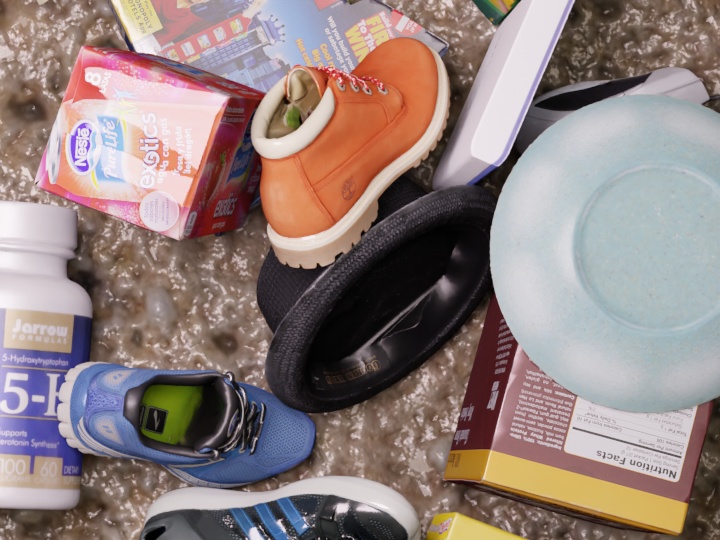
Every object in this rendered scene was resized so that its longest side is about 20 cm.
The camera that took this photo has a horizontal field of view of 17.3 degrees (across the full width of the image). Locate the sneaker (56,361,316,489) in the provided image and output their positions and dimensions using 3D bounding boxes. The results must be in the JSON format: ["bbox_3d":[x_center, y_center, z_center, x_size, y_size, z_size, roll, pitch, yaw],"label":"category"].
[{"bbox_3d":[-0.101,0.106,1.572,0.200,0.089,0.079,11,83,-44],"label":"sneaker"}]

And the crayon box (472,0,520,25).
[{"bbox_3d":[0.088,-0.244,1.589,0.058,0.200,0.119,-41,90,-7],"label":"crayon box"}]

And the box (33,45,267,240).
[{"bbox_3d":[-0.123,-0.082,1.497,0.100,0.200,0.096,20,96,7],"label":"box"}]

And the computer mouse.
[{"bbox_3d":[0.208,-0.102,1.650,0.200,0.044,0.110,-14,130,-1],"label":"computer mouse"}]

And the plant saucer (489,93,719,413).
[{"bbox_3d":[0.181,-0.013,1.463,0.201,0.039,0.201,0,85,-4],"label":"plant saucer"}]

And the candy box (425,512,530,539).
[{"bbox_3d":[0.146,0.210,1.611,0.200,0.102,0.026,21,79,-4],"label":"candy box"}]

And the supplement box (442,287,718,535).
[{"bbox_3d":[0.154,0.062,1.574,0.133,0.197,0.200,16,84,-4],"label":"supplement box"}]

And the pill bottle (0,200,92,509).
[{"bbox_3d":[-0.240,0.057,1.578,0.120,0.120,0.200,3,86,-5],"label":"pill bottle"}]

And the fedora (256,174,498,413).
[{"bbox_3d":[0.000,0.000,1.603,0.201,0.201,0.092,-40,60,-7],"label":"fedora"}]

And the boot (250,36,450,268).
[{"bbox_3d":[-0.006,-0.105,1.526,0.075,0.107,0.200,5,43,30],"label":"boot"}]

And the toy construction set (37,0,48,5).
[{"bbox_3d":[-0.162,-0.259,1.586,0.131,0.092,0.200,22,55,34],"label":"toy construction set"}]

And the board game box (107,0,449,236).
[{"bbox_3d":[-0.052,-0.156,1.639,0.200,0.062,0.200,-25,88,-7],"label":"board game box"}]

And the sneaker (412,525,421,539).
[{"bbox_3d":[-0.034,0.238,1.610,0.080,0.076,0.200,37,81,9],"label":"sneaker"}]

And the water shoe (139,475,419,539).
[{"bbox_3d":[-0.055,0.189,1.576,0.200,0.072,0.079,-6,48,25],"label":"water shoe"}]

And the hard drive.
[{"bbox_3d":[0.094,-0.121,1.580,0.025,0.200,0.132,24,84,-3],"label":"hard drive"}]
